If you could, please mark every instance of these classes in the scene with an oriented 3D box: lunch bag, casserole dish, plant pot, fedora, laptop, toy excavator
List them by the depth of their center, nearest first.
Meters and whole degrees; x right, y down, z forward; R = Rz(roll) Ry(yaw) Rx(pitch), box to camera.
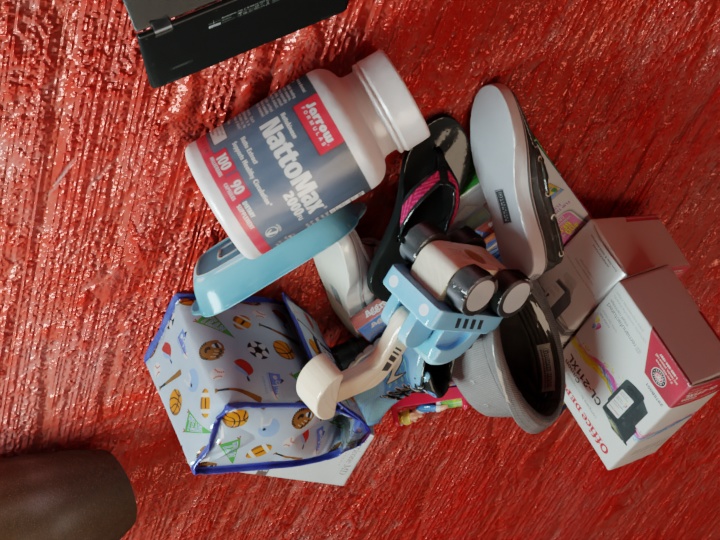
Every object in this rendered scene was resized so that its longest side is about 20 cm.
[{"bbox_3d":[-0.109,-0.258,1.008,0.186,0.117,0.200,-23,173,-8],"label":"laptop"},{"bbox_3d":[-0.088,-0.025,1.229,0.199,0.121,0.039,-30,108,3],"label":"casserole dish"},{"bbox_3d":[0.049,0.060,1.255,0.194,0.100,0.201,6,119,-49],"label":"toy excavator"},{"bbox_3d":[-0.099,0.113,1.329,0.199,0.171,0.124,6,130,-36],"label":"lunch bag"},{"bbox_3d":[-0.349,0.272,1.364,0.199,0.187,0.188,-22,146,-35],"label":"plant pot"},{"bbox_3d":[0.153,0.088,1.407,0.090,0.178,0.201,-11,129,30],"label":"fedora"}]

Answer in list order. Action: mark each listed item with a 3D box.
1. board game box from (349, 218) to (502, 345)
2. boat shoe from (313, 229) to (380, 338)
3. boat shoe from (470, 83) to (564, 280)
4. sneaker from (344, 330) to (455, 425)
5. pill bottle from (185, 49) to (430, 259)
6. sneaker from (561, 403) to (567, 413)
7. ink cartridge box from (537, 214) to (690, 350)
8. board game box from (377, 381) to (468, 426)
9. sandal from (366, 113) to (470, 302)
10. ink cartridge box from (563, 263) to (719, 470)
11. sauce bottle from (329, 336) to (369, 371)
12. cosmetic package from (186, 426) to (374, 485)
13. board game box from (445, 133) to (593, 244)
[{"bbox_3d":[0.088,0.017,1.379,0.199,0.020,0.103,-35,154,4],"label":"board game box"},{"bbox_3d":[0.000,0.000,1.348,0.068,0.072,0.201,-36,144,-14],"label":"boat shoe"},{"bbox_3d":[0.160,-0.091,1.281,0.056,0.068,0.202,-18,101,-34],"label":"boat shoe"},{"bbox_3d":[0.050,0.111,1.371,0.078,0.090,0.200,-4,142,-43],"label":"sneaker"},{"bbox_3d":[-0.045,-0.109,1.137,0.199,0.120,0.120,-31,144,2],"label":"pill bottle"},{"bbox_3d":[0.267,0.109,1.658,0.200,0.082,0.074,-46,151,-13],"label":"sneaker"},{"bbox_3d":[0.273,0.029,1.520,0.145,0.085,0.200,-6,148,-44],"label":"ink cartridge box"},{"bbox_3d":[0.078,0.164,1.533,0.157,0.039,0.199,0,168,-42],"label":"board game box"},{"bbox_3d":[0.066,-0.057,1.282,0.075,0.045,0.201,15,101,-27],"label":"sandal"},{"bbox_3d":[0.317,0.115,1.450,0.082,0.146,0.200,-16,152,-30],"label":"ink cartridge box"},{"bbox_3d":[0.050,0.073,1.469,0.199,0.066,0.066,-26,144,-7],"label":"sauce bottle"},{"bbox_3d":[-0.093,0.181,1.457,0.198,0.074,0.102,12,130,-21],"label":"cosmetic package"},{"bbox_3d":[0.158,-0.064,1.398,0.153,0.040,0.200,-36,144,9],"label":"board game box"}]
